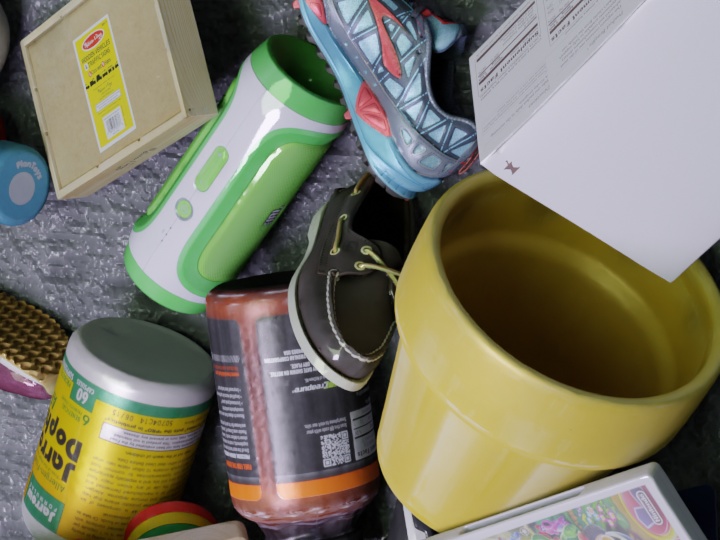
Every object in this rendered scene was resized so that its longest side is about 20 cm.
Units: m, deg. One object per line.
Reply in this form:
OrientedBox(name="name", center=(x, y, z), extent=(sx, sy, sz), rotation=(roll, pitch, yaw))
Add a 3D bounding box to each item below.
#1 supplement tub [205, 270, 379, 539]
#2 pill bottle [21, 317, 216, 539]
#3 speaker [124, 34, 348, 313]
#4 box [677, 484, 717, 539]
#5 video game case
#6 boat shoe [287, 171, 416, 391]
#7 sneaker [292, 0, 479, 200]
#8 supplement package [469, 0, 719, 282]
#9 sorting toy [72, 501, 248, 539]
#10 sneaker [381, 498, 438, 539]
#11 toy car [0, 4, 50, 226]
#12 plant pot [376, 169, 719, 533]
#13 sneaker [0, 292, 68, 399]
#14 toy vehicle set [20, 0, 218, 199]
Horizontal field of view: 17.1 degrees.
OrientedBox(name="supplement tub", center=(-0.044, 0.104, 1.648), extent=(0.107, 0.107, 0.201), rotation=(-3, 97, 33))
OrientedBox(name="pill bottle", center=(-0.182, 0.145, 1.742), extent=(0.113, 0.113, 0.200), rotation=(29, 113, 26))
OrientedBox(name="speaker", center=(-0.085, -0.065, 1.660), extent=(0.088, 0.088, 0.200), rotation=(47, 119, 18))
OrientedBox(name="box", center=(0.139, 0.207, 1.559), extent=(0.200, 0.032, 0.121), rotation=(-16, 58, 33))
OrientedBox(name="video game case", center=(0.135, 0.204, 1.476), extent=(0.200, 0.018, 0.143), rotation=(-23, 107, 36))
OrientedBox(name="boat shoe", center=(0.000, 0.000, 1.563), extent=(0.072, 0.201, 0.061), rotation=(37, 118, -20))
OrientedBox(name="sneaker", center=(0.026, -0.154, 1.593), extent=(0.095, 0.079, 0.200), rotation=(-24, 91, 21))
OrientedBox(name="supplement package", center=(0.188, -0.121, 1.415), extent=(0.156, 0.111, 0.200), rotation=(30, 124, -24))
OrientedBox(name="sorting toy", center=(-0.167, 0.254, 1.704), extent=(0.198, 0.070, 0.200), rotation=(-11, 129, -3))
OrientedBox(name="sneaker", center=(0.008, 0.238, 1.629), extent=(0.083, 0.072, 0.200), rotation=(6, 113, -1))
OrientedBox(name="toy car", center=(-0.327, -0.151, 1.768), extent=(0.184, 0.177, 0.201), rotation=(14, 93, 43))
OrientedBox(name="plant pot", center=(0.102, 0.068, 1.507), extent=(0.201, 0.201, 0.189), rotation=(44, 133, 19))
OrientedBox(name="sneaker", center=(-0.295, 0.065, 1.835), extent=(0.200, 0.075, 0.090), rotation=(30, 121, 33))
OrientedBox(name="toy vehicle set", center=(-0.174, -0.137, 1.695), extent=(0.200, 0.026, 0.125), rotation=(-25, 77, 54))
